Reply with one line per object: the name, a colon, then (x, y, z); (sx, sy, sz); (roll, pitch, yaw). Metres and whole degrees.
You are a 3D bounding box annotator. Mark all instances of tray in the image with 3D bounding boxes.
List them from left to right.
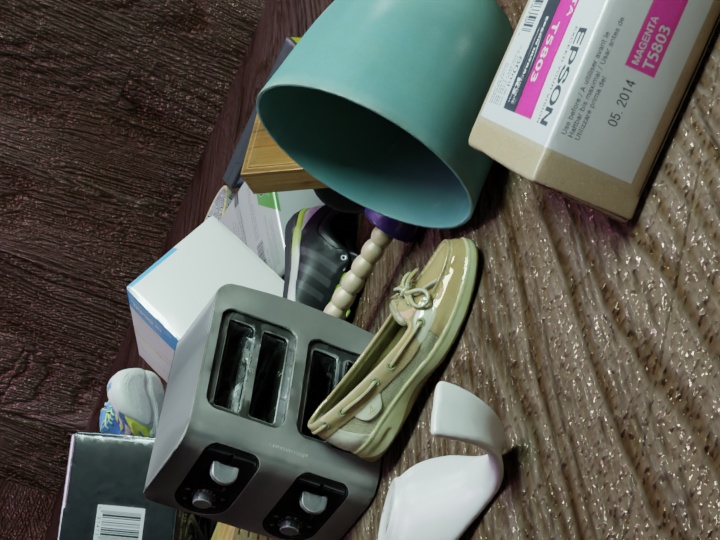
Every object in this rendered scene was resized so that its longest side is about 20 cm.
tray: (-0.013, -0.132, 1.273); (0.037, 0.199, 0.099); (56, -142, -49)

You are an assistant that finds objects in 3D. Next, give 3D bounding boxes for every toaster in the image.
toaster: (-0.076, 0.124, 1.143); (0.119, 0.180, 0.201); (-50, 25, 46)

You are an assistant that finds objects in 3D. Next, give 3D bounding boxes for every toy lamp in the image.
toy lamp: (0.000, 0.000, 1.244); (0.200, 0.058, 0.058); (-56, 18, 19)

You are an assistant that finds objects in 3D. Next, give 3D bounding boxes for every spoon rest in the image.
spoon rest: (0.055, 0.151, 0.884); (0.200, 0.060, 0.100); (106, 176, -51)

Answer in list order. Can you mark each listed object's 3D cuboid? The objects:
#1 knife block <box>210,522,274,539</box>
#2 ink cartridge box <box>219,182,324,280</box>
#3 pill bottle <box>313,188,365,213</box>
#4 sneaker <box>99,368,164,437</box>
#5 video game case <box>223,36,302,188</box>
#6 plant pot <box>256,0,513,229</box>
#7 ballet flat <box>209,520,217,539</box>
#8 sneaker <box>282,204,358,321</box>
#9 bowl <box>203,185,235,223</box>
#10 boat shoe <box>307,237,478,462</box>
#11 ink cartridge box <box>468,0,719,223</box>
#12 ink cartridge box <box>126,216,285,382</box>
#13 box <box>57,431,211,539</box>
knife block: (-0.126, 0.300, 1.312); (0.176, 0.064, 0.201); (129, 156, -51)
ink cartridge box: (-0.093, -0.034, 1.522); (0.200, 0.084, 0.147); (134, 128, -59)
pill bottle: (-0.005, -0.155, 1.394); (0.200, 0.111, 0.112); (-87, 23, -50)
sneaker: (-0.261, 0.168, 1.469); (0.200, 0.105, 0.076); (56, -152, -60)
video game case: (-0.054, -0.186, 1.544); (0.026, 0.180, 0.200); (47, 125, 28)
plant pot: (0.039, -0.156, 1.086); (0.161, 0.200, 0.201); (-60, 11, -17)
ballet flat: (-0.178, 0.291, 1.526); (0.200, 0.063, 0.068); (176, 114, -74)
sneaker: (-0.031, 0.010, 1.343); (0.083, 0.072, 0.201); (-19, 61, 24)
bowl: (-0.196, -0.019, 1.965); (0.201, 0.094, 0.202); (-160, 90, -77)
boat shoe: (0.029, 0.058, 1.053); (0.201, 0.063, 0.073); (-61, 14, 14)
ink cartridge box: (0.157, -0.149, 0.849); (0.165, 0.075, 0.201); (-126, 58, -75)
ink cartridge box: (-0.164, 0.063, 1.433); (0.128, 0.125, 0.200); (-42, -16, -23)
box: (-0.234, 0.283, 1.371); (0.197, 0.123, 0.201); (80, -165, -77)
